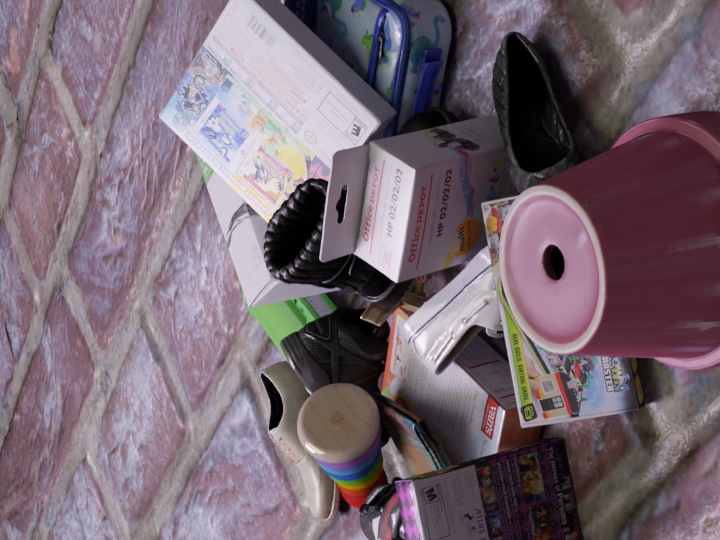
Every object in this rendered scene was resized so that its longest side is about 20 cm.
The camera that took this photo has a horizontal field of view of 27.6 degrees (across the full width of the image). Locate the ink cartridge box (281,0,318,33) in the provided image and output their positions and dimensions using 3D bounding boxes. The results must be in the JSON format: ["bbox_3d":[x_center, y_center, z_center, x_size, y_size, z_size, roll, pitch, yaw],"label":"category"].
[{"bbox_3d":[-0.063,-0.290,1.557,0.201,0.046,0.200,-98,15,-62],"label":"ink cartridge box"}]

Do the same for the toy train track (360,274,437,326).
[{"bbox_3d":[0.000,0.000,1.510,0.198,0.115,0.033,21,123,18],"label":"toy train track"}]

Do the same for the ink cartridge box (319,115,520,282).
[{"bbox_3d":[0.063,-0.063,1.340,0.068,0.198,0.116,34,127,40],"label":"ink cartridge box"}]

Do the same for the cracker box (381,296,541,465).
[{"bbox_3d":[0.099,0.135,1.480,0.200,0.057,0.135,45,136,45],"label":"cracker box"}]

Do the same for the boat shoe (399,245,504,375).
[{"bbox_3d":[0.121,0.028,1.374,0.200,0.071,0.070,-42,73,29],"label":"boat shoe"}]

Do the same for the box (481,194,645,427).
[{"bbox_3d":[0.178,0.029,1.287,0.109,0.035,0.203,-11,89,21],"label":"box"}]

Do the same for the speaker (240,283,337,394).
[{"bbox_3d":[-0.064,0.066,1.704,0.200,0.088,0.089,50,138,40],"label":"speaker"}]

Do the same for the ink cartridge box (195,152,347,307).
[{"bbox_3d":[-0.082,-0.072,1.633,0.084,0.145,0.202,-45,60,55],"label":"ink cartridge box"}]

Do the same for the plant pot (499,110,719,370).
[{"bbox_3d":[0.213,-0.014,1.134,0.199,0.177,0.203,26,121,53],"label":"plant pot"}]

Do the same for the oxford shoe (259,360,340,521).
[{"bbox_3d":[-0.077,0.208,1.773,0.071,0.073,0.203,-28,75,57],"label":"oxford shoe"}]

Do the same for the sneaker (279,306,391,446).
[{"bbox_3d":[0.006,0.113,1.585,0.200,0.114,0.076,54,-176,-38],"label":"sneaker"}]

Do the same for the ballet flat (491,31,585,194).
[{"bbox_3d":[0.150,-0.125,1.279,0.057,0.066,0.202,66,-174,-51],"label":"ballet flat"}]

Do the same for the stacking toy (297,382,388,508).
[{"bbox_3d":[-0.006,0.198,1.541,0.086,0.085,0.201,57,173,32],"label":"stacking toy"}]

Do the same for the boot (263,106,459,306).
[{"bbox_3d":[0.006,-0.073,1.394,0.079,0.157,0.214,21,91,47],"label":"boot"}]

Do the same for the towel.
[{"bbox_3d":[0.080,0.220,1.470,0.201,0.022,0.146,60,167,-14],"label":"towel"}]

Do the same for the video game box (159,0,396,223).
[{"bbox_3d":[-0.087,-0.157,1.479,0.200,0.047,0.183,44,123,6],"label":"video game box"}]

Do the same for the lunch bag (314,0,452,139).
[{"bbox_3d":[0.017,-0.200,1.501,0.161,0.082,0.202,43,134,41],"label":"lunch bag"}]

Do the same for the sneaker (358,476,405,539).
[{"bbox_3d":[0.039,0.254,1.499,0.098,0.070,0.201,51,167,23],"label":"sneaker"}]

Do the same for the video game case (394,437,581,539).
[{"bbox_3d":[0.129,0.272,1.351,0.036,0.179,0.203,-13,88,58],"label":"video game case"}]
